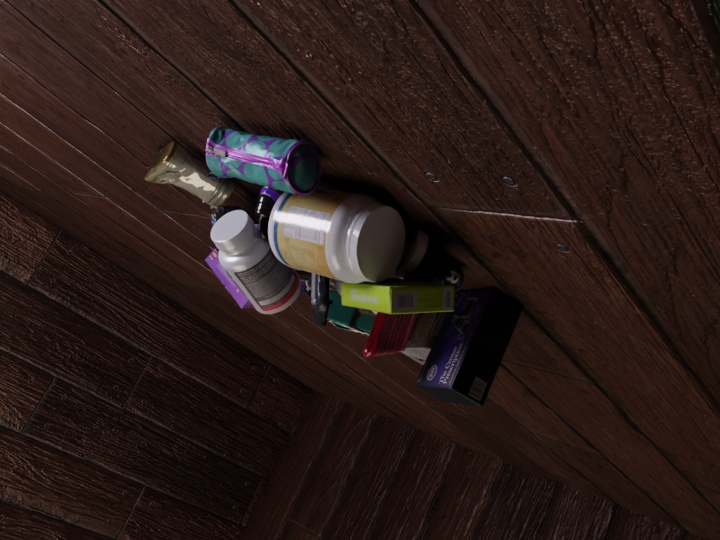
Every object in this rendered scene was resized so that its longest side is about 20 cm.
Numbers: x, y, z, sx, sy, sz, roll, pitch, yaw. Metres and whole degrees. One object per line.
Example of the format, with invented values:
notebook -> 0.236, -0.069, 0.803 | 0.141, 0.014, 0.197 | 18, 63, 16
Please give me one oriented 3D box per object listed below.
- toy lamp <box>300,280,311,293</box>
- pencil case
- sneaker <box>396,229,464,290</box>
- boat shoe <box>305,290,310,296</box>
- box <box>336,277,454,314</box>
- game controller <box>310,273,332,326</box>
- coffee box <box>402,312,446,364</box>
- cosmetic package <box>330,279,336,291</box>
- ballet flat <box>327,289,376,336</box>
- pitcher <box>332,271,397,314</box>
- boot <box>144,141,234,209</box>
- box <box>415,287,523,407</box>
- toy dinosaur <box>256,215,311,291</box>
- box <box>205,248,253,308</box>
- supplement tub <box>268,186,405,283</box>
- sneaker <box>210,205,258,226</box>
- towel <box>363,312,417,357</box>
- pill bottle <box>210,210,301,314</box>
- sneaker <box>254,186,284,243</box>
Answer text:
toy lamp -> -0.100, 0.036, 1.781 | 0.058, 0.059, 0.200 | 19, -179, 27
pencil case -> -0.157, -0.173, 1.218 | 0.199, 0.086, 0.092 | 15, -170, 35
sneaker -> 0.131, -0.009, 1.319 | 0.111, 0.074, 0.200 | 22, 172, -1
boat shoe -> -0.161, 0.004, 1.856 | 0.201, 0.063, 0.074 | 35, 166, -22
box -> 0.053, 0.040, 1.287 | 0.121, 0.048, 0.200 | -1, -177, -26
game controller -> -0.067, -0.002, 1.423 | 0.042, 0.202, 0.105 | -1, 151, 3
coffee box -> 0.167, 0.132, 1.619 | 0.079, 0.115, 0.200 | 31, 163, -16
cosmetic package -> 0.028, 0.042, 1.638 | 0.199, 0.073, 0.104 | 23, 164, 19
ballet flat -> -0.005, 0.101, 1.614 | 0.199, 0.076, 0.064 | 25, 172, 18
pitcher -> 0.000, 0.000, 1.495 | 0.171, 0.121, 0.200 | 42, 178, 23
boot -> -0.341, -0.180, 1.541 | 0.154, 0.073, 0.200 | 31, 164, -22
box -> 0.198, 0.140, 1.422 | 0.079, 0.201, 0.141 | 30, 164, -15
toy dinosaur -> -0.137, -0.043, 1.578 | 0.077, 0.103, 0.200 | 11, 159, 45
box -> -0.230, 0.016, 1.673 | 0.137, 0.039, 0.200 | 50, -161, 17
supplement tub -> -0.040, -0.060, 1.278 | 0.199, 0.145, 0.145 | 14, 160, 39
sneaker -> -0.238, -0.066, 1.579 | 0.078, 0.076, 0.200 | -17, 148, 28
towel -> 0.071, 0.096, 1.489 | 0.022, 0.146, 0.200 | 23, -173, 23
pill bottle -> -0.203, -0.017, 1.483 | 0.110, 0.111, 0.201 | 14, 148, 39
sneaker -> -0.145, -0.087, 1.444 | 0.069, 0.100, 0.200 | 16, 160, 27
